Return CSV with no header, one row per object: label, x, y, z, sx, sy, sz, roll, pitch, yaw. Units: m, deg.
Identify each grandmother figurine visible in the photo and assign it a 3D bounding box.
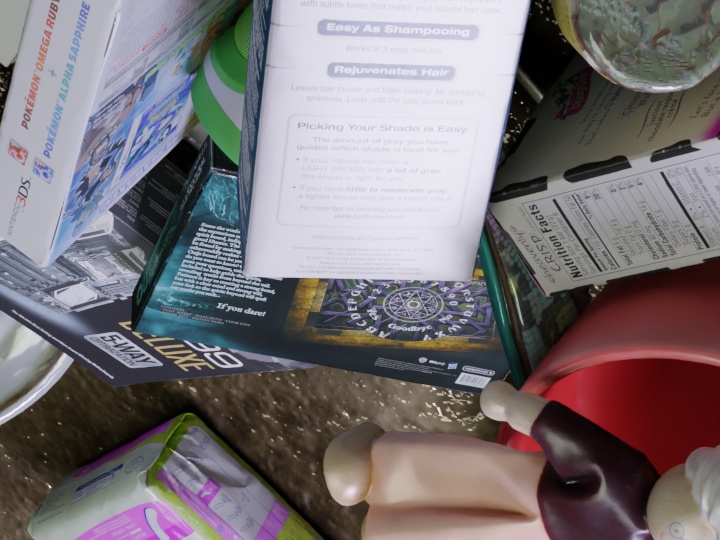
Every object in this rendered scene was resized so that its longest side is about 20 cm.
grandmother figurine,0.085,0.100,0.915,0.199,0.061,0.121,-4,135,39

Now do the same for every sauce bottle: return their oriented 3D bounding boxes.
sauce bottle,0.106,-0.111,0.877,0.064,0.200,0.065,0,101,-1

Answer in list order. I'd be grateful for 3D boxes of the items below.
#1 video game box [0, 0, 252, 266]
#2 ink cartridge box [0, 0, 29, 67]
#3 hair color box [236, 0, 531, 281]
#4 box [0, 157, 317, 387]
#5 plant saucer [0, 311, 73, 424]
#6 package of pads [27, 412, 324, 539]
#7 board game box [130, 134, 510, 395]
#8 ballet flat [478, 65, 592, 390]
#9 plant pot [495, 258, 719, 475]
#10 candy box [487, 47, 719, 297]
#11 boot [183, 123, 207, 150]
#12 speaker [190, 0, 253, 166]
video game box,-0.079,-0.121,0.973,0.047,0.200,0.183,34,139,10
ink cartridge box,-0.179,-0.213,0.990,0.200,0.145,0.083,42,140,-9
hair color box,0.008,-0.087,0.869,0.099,0.061,0.201,1,135,-9
box,-0.133,-0.006,1.181,0.157,0.050,0.200,-6,149,37
plant saucer,-0.252,0.016,1.272,0.050,0.199,0.201,-123,21,-44
package of pads,-0.090,0.189,1.381,0.200,0.068,0.154,46,140,-14
board game box,0.000,0.000,1.097,0.199,0.028,0.135,11,140,-18
ballet flat,0.071,-0.036,1.018,0.069,0.071,0.201,96,152,-89
plant pot,0.183,0.052,0.983,0.199,0.178,0.201,18,137,18
candy box,0.163,-0.068,0.912,0.199,0.137,0.061,-13,122,42
boot,-0.129,-0.114,1.091,0.073,0.096,0.200,-20,116,44
speaker,0.016,-0.125,0.946,0.088,0.089,0.200,41,115,-8
